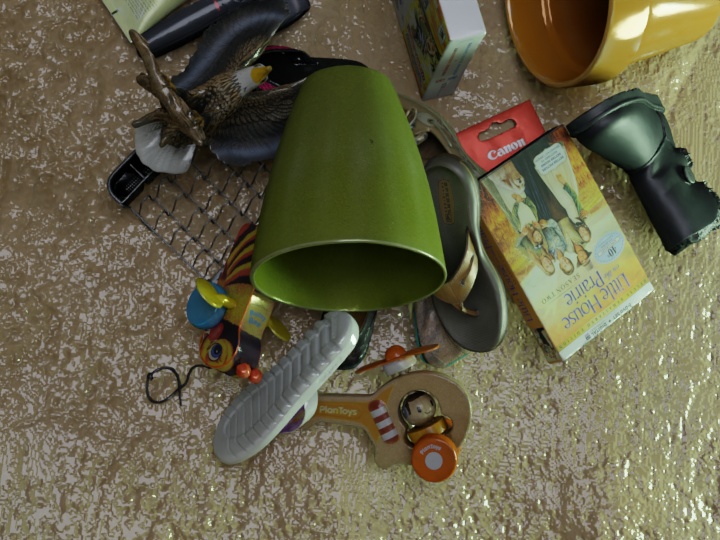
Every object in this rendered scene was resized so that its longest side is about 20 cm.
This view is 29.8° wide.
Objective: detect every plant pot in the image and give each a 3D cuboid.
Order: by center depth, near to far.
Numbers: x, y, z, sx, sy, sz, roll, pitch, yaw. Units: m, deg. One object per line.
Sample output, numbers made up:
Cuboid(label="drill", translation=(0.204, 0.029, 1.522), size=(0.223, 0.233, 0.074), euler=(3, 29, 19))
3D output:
Cuboid(label="plant pot", translation=(-0.013, -0.086, 1.298), size=(0.184, 0.187, 0.203), euler=(2, 69, -8))
Cuboid(label="plant pot", translation=(0.283, -0.305, 1.457), size=(0.181, 0.200, 0.203), euler=(-9, 79, -26))

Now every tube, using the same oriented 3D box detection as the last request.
Cuboid(label="tube", translation=(-0.186, -0.329, 1.461), size=(0.199, 0.058, 0.052), euler=(-35, 127, -10))

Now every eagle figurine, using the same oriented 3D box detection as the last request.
Cuboid(label="eagle figurine", translation=(-0.126, -0.180, 1.358), size=(0.149, 0.199, 0.154), euler=(15, 117, 30))

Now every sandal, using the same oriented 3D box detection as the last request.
Cuboid(label="sandal", translation=(0.093, -0.013, 1.330), size=(0.081, 0.054, 0.203), euler=(1, 108, 31))
Cuboid(label="sandal", translation=(-0.067, 0.127, 1.341), size=(0.203, 0.083, 0.050), euler=(-44, 123, 16))
Cuboid(label="sandal", translation=(-0.081, -0.210, 1.445), size=(0.197, 0.045, 0.076), euler=(0, 72, -9))

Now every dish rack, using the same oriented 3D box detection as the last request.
Cuboid(label="dish rack", translation=(-0.145, -0.068, 1.405), size=(0.200, 0.055, 0.154), euler=(43, 77, 2))

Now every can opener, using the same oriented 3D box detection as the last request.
Cuboid(label="can opener", translation=(-0.150, -0.277, 1.443), size=(0.198, 0.063, 0.079), euler=(-25, 83, -13))

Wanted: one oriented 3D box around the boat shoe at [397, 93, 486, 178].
Cuboid(label="boat shoe", translation=(0.074, -0.117, 1.419), size=(0.200, 0.063, 0.074), euler=(42, 110, 17))

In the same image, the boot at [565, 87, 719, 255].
Cuboid(label="boot", translation=(0.307, -0.101, 1.420), size=(0.076, 0.199, 0.170), euler=(-32, 79, 29))

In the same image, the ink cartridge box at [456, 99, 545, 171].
Cuboid(label="ink cartridge box", translation=(0.190, -0.083, 1.456), size=(0.108, 0.050, 0.202), euler=(-25, 83, -12))

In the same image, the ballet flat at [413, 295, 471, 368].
Cuboid(label="ballet flat", translation=(0.082, -0.002, 1.412), size=(0.067, 0.068, 0.203), euler=(-16, 86, 34))

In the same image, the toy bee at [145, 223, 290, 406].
Cuboid(label="toy bee", translation=(-0.118, 0.062, 1.338), size=(0.130, 0.108, 0.202), euler=(0, 112, -42))

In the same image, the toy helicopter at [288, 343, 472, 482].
Cuboid(label="toy helicopter", translation=(0.015, 0.133, 1.367), size=(0.197, 0.079, 0.134), euler=(4, 101, 9))

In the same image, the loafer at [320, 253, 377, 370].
Cuboid(label="loafer", translation=(0.000, 0.000, 1.401), size=(0.072, 0.072, 0.203), euler=(8, 76, -5))

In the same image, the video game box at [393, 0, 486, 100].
Cuboid(label="video game box", translation=(0.069, -0.304, 1.420), size=(0.046, 0.182, 0.203), euler=(-14, 80, -7))

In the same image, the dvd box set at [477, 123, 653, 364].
Cuboid(label="dvd box set", translation=(0.200, -0.028, 1.382), size=(0.146, 0.029, 0.202), euler=(-32, 96, -26))
